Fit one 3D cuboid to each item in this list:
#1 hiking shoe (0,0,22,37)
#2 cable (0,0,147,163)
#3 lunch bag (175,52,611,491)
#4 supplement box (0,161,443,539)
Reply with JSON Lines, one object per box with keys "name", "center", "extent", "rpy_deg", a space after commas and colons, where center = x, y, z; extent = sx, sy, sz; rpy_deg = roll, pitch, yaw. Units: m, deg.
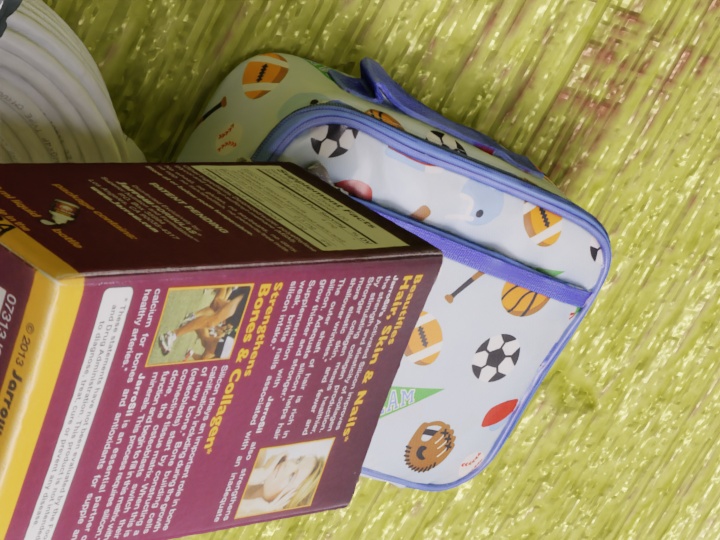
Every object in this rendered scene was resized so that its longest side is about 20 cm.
{"name": "hiking shoe", "center": [-0.183, -0.060, 0.837], "extent": [0.086, 0.074, 0.201], "rpy_deg": [24, 97, -24]}
{"name": "cable", "center": [-0.185, -0.026, 0.938], "extent": [0.200, 0.069, 0.200], "rpy_deg": [-32, 131, -2]}
{"name": "lunch bag", "center": [0.000, 0.000, 1.045], "extent": [0.200, 0.076, 0.161], "rpy_deg": [21, 110, -36]}
{"name": "supplement box", "center": [-0.076, 0.028, 0.879], "extent": [0.200, 0.086, 0.111], "rpy_deg": [-4, 120, -51]}
